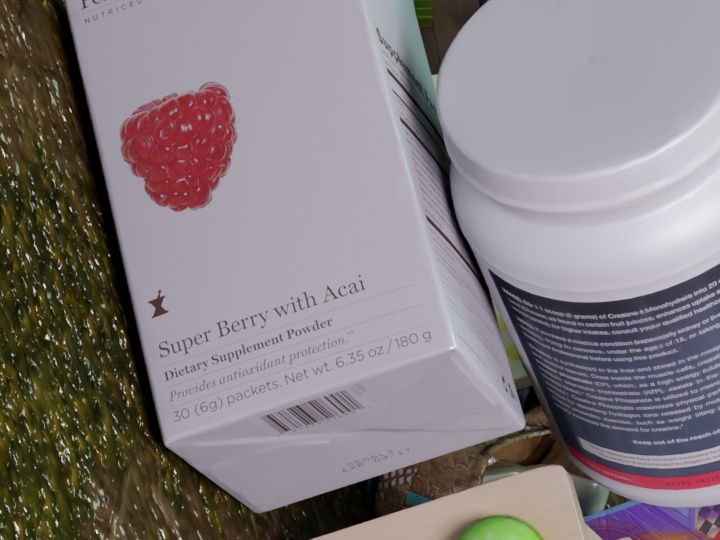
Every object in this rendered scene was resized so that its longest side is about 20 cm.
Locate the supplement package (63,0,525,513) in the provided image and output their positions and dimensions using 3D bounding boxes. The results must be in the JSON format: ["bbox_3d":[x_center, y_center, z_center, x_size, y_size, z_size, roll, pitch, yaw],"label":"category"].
[{"bbox_3d":[-0.027,-0.026,1.182,0.120,0.121,0.200,47,26,-66],"label":"supplement package"}]

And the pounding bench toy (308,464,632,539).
[{"bbox_3d":[0.088,0.157,1.224,0.156,0.200,0.124,47,26,-63],"label":"pounding bench toy"}]

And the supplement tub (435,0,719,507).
[{"bbox_3d":[0.117,-0.014,1.189,0.140,0.140,0.200,-97,167,-44],"label":"supplement tub"}]

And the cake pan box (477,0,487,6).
[{"bbox_3d":[0.032,-0.180,1.515,0.184,0.052,0.200,29,-12,11],"label":"cake pan box"}]

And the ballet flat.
[{"bbox_3d":[0.081,0.105,1.453,0.200,0.065,0.071,-10,119,-53],"label":"ballet flat"}]

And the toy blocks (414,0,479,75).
[{"bbox_3d":[0.035,-0.037,1.500,0.137,0.100,0.200,-97,-171,-45],"label":"toy blocks"}]

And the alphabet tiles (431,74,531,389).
[{"bbox_3d":[0.009,-0.031,1.330,0.196,0.015,0.200,-10,65,-47],"label":"alphabet tiles"}]

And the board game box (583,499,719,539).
[{"bbox_3d":[0.104,0.178,1.336,0.039,0.200,0.158,20,57,-43],"label":"board game box"}]

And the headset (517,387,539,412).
[{"bbox_3d":[0.083,0.081,1.597,0.200,0.094,0.124,37,70,-69],"label":"headset"}]
